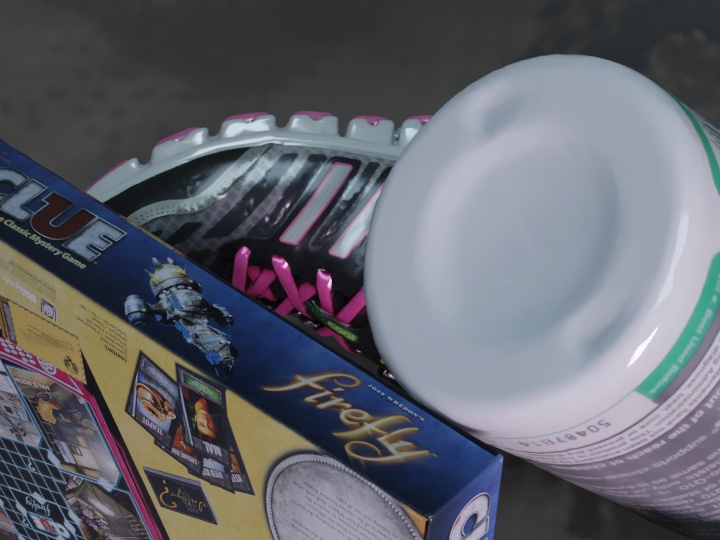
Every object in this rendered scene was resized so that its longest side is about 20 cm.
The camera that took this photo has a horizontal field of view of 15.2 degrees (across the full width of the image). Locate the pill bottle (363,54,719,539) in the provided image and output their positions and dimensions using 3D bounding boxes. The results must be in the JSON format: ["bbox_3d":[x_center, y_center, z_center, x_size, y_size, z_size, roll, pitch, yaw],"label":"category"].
[{"bbox_3d":[0.100,0.020,0.821,0.113,0.200,0.113,-15,63,32],"label":"pill bottle"}]

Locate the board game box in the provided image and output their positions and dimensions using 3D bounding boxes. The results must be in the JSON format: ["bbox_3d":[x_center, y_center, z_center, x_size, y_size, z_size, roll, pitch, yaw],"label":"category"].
[{"bbox_3d":[-0.049,0.062,0.813,0.200,0.136,0.035,32,49,27],"label":"board game box"}]

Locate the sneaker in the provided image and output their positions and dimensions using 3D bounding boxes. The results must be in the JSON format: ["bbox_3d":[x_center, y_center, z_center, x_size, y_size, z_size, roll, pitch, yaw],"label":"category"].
[{"bbox_3d":[0.000,0.000,0.898,0.199,0.074,0.088,-4,64,-9],"label":"sneaker"}]
